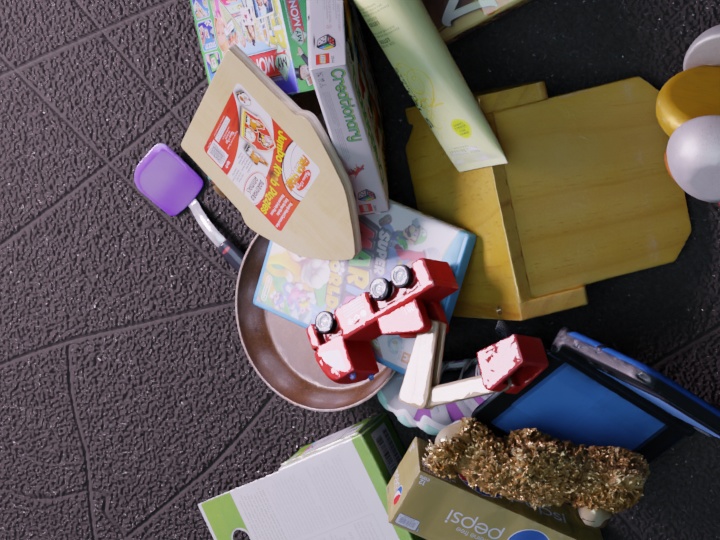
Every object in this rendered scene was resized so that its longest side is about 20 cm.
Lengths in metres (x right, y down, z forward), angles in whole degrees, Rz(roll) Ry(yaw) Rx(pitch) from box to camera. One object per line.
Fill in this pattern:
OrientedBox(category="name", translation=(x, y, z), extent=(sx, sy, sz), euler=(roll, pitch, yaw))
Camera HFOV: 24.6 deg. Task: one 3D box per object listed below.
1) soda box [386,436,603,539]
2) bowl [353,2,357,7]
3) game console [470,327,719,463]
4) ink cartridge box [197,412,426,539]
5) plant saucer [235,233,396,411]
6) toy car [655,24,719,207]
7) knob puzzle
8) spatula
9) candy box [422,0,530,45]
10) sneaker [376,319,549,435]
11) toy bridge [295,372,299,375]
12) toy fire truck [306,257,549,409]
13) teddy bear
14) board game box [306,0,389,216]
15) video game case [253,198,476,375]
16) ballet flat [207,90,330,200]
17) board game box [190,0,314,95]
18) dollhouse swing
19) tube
OrientedBox(category="soda box", translation=(0.126, 0.233, 1.537), extent=(0.199, 0.068, 0.064), euler=(25, 110, -11))
OrientedBox(category="bowl", translation=(0.000, -0.341, 1.435), extent=(0.200, 0.105, 0.202), euler=(-8, 73, 26))
OrientedBox(category="game console", translation=(0.230, 0.145, 1.441), extent=(0.171, 0.200, 0.119), euler=(27, 88, 55))
OrientedBox(category="ink cartridge box", translation=(-0.039, 0.249, 1.631), extent=(0.199, 0.076, 0.148), euler=(-25, 93, 23))
OrientedBox(category="plant saucer", translation=(-0.030, 0.033, 1.572), extent=(0.199, 0.034, 0.202), euler=(1, 91, 31))
OrientedBox(category="toy car", translation=(0.351, -0.106, 1.389), extent=(0.199, 0.176, 0.150), euler=(5, 138, 18))
OrientedBox(category="knob puzzle", translation=(-0.066, -0.091, 1.491), extent=(0.219, 0.030, 0.220), euler=(32, 144, 27))
OrientedBox(category="spatula", translation=(-0.146, -0.039, 1.636), extent=(0.057, 0.021, 0.200), euler=(-44, 86, 20))
OrientedBox(category="candy box", translation=(0.096, -0.279, 1.481), extent=(0.199, 0.055, 0.116), euler=(-26, 90, 21))
OrientedBox(category="sneaker", translation=(0.112, 0.092, 1.514), extent=(0.199, 0.078, 0.140), euler=(9, 141, 9))
OrientedBox(category="toy bridge", translation=(0.005, 0.045, 1.597), extent=(0.067, 0.027, 0.201), euler=(33, 110, 10))
OrientedBox(category="toy fire truck", translation=(0.053, 0.068, 1.445), extent=(0.200, 0.049, 0.142), euler=(-32, 68, 28))
OrientedBox(category="teddy bear", translation=(0.150, 0.181, 1.445), extent=(0.199, 0.145, 0.067), euler=(17, 65, -12))
OrientedBox(category="board game box", translation=(-0.010, -0.158, 1.449), extent=(0.034, 0.200, 0.127), euler=(-8, 54, 8))
OrientedBox(category="video game case", translation=(0.000, 0.000, 1.524), extent=(0.199, 0.018, 0.144), euler=(23, 103, 28))
OrientedBox(category="ballet flat", translation=(-0.063, -0.133, 1.570), extent=(0.072, 0.068, 0.200), euler=(37, 112, -13))
OrientedBox(category="board game box", translation=(-0.100, -0.223, 1.508), extent=(0.200, 0.029, 0.135), euler=(2, 105, 63))
OrientedBox(category="dollhouse swing", translation=(0.170, -0.075, 1.510), extent=(0.181, 0.175, 0.201), euler=(1, 106, 62))
OrientedBox(category="tube", translation=(0.056, -0.171, 1.404), extent=(0.052, 0.058, 0.201), euler=(-27, 105, 15))
